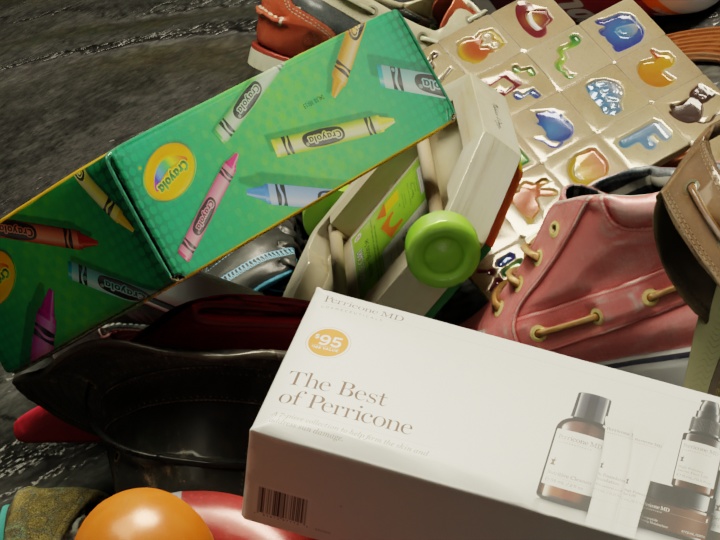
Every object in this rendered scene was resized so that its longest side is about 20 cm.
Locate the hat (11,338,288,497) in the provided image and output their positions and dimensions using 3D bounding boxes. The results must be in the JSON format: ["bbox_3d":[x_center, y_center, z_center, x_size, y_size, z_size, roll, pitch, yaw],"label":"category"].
[{"bbox_3d":[-0.059,0.089,0.890,0.199,0.200,0.082,-7,71,32],"label":"hat"}]

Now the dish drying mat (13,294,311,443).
[{"bbox_3d":[-0.088,0.046,0.948,0.076,0.018,0.200,4,-20,-31],"label":"dish drying mat"}]

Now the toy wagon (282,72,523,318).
[{"bbox_3d":[0.000,0.000,0.970,0.200,0.039,0.156,-51,20,21],"label":"toy wagon"}]

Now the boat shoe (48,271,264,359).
[{"bbox_3d":[-0.118,0.027,1.021,0.199,0.072,0.071,7,78,49],"label":"boat shoe"}]

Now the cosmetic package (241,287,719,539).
[{"bbox_3d":[0.064,0.071,0.747,0.198,0.051,0.083,15,40,9],"label":"cosmetic package"}]

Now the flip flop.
[{"bbox_3d":[0.139,-0.004,0.807,0.057,0.202,0.081,13,1,-11],"label":"flip flop"}]

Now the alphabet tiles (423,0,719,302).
[{"bbox_3d":[0.104,-0.060,1.039,0.166,0.008,0.200,-29,55,-13],"label":"alphabet tiles"}]

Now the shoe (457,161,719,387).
[{"bbox_3d":[0.087,0.009,0.909,0.199,0.092,0.071,-10,10,28],"label":"shoe"}]

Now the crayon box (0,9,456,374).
[{"bbox_3d":[-0.063,-0.036,0.885,0.118,0.059,0.200,-27,3,43],"label":"crayon box"}]

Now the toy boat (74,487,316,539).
[{"bbox_3d":[-0.067,0.135,0.737,0.129,0.132,0.200,-11,25,1],"label":"toy boat"}]

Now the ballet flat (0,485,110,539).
[{"bbox_3d":[-0.128,0.151,0.866,0.070,0.071,0.200,-19,24,8],"label":"ballet flat"}]

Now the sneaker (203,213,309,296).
[{"bbox_3d":[-0.047,-0.009,1.086,0.081,0.073,0.201,9,64,40],"label":"sneaker"}]

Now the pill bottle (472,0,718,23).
[{"bbox_3d":[0.133,-0.214,1.330,0.199,0.114,0.113,1,33,43],"label":"pill bottle"}]

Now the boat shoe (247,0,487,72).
[{"bbox_3d":[0.037,-0.121,1.128,0.198,0.063,0.071,10,13,-22],"label":"boat shoe"}]

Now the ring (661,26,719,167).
[{"bbox_3d":[0.153,-0.094,1.178,0.199,0.019,0.201,-19,23,8],"label":"ring"}]
